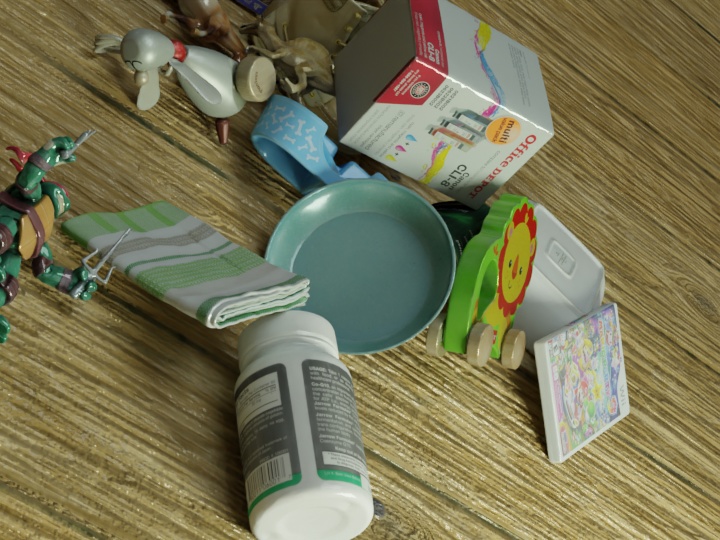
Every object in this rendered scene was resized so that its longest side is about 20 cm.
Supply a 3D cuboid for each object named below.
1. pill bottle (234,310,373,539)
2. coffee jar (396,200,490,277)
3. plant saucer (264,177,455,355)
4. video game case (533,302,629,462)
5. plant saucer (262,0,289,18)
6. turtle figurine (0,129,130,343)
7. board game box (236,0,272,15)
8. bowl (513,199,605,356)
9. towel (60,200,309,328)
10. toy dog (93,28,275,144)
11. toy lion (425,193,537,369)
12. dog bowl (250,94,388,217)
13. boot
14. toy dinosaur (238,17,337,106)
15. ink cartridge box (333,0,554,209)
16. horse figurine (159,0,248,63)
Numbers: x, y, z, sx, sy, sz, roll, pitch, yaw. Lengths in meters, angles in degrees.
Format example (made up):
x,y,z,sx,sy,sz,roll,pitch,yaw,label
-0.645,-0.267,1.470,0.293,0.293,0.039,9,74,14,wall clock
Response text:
x,y,z,sx,sy,sz,roll,pitch,yaw,label
-0.056,0.144,1.328,0.113,0.113,0.201,21,44,-35,pill bottle
0.076,-0.014,1.633,0.200,0.104,0.086,-36,121,-56,coffee jar
0.000,0.000,1.512,0.036,0.199,0.201,78,-10,-65,plant saucer
0.266,0.130,1.727,0.200,0.018,0.144,-21,105,-54,video game case
-0.037,-0.306,1.850,0.200,0.035,0.201,30,38,-27,plant saucer
-0.282,-0.033,1.261,0.200,0.100,0.150,-60,142,-51,turtle figurine
-0.124,-0.435,1.728,0.159,0.200,0.097,28,39,-25,board game box
0.227,0.004,1.817,0.200,0.075,0.200,44,36,-6,bowl
-0.161,-0.013,1.353,0.200,0.031,0.149,30,24,27,towel
-0.181,-0.189,1.529,0.199,0.132,0.097,5,87,-38,toy dog
0.148,0.008,1.609,0.200,0.068,0.193,11,91,-67,toy lion
-0.039,-0.108,1.601,0.200,0.111,0.050,42,75,-12,dog bowl
-0.021,-0.251,1.708,0.200,0.155,0.073,56,34,6,boot
-0.061,-0.221,1.642,0.200,0.058,0.101,36,53,1,toy dinosaur
0.092,-0.193,1.621,0.199,0.145,0.145,24,40,-28,ink cartridge box
-0.199,-0.309,1.653,0.200,0.050,0.132,53,23,16,horse figurine
